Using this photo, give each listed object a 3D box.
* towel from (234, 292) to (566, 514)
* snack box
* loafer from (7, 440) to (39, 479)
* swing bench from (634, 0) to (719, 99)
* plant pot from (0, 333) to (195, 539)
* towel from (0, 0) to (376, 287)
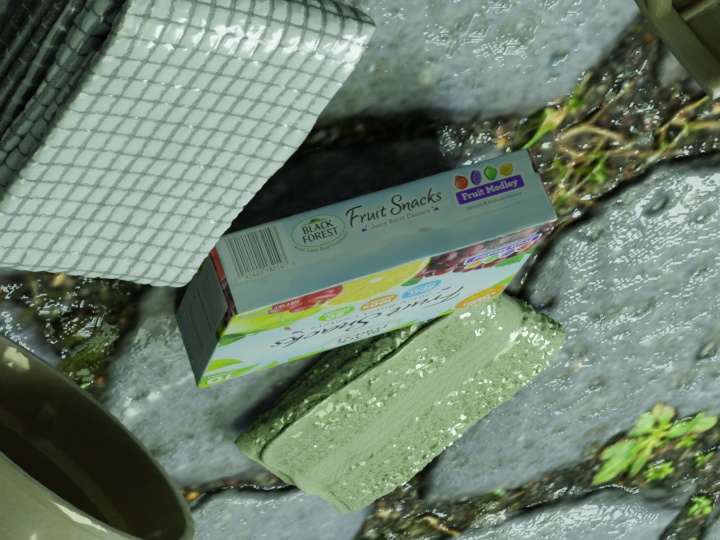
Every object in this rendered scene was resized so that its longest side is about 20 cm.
[{"bbox_3d":[0.029,0.079,1.638,0.200,0.036,0.148,-40,144,14],"label":"towel"},{"bbox_3d":[0.000,0.000,1.471,0.200,0.053,0.142,-16,166,-17],"label":"snack box"},{"bbox_3d":[-0.202,0.161,1.556,0.063,0.072,0.200,-21,146,-1],"label":"loafer"},{"bbox_3d":[0.217,-0.229,1.300,0.199,0.130,0.200,-32,145,-4],"label":"swing bench"},{"bbox_3d":[-0.225,0.153,1.388,0.183,0.200,0.200,-50,140,9],"label":"plant pot"},{"bbox_3d":[-0.112,-0.088,1.305,0.166,0.086,0.200,6,132,-43],"label":"towel"}]
